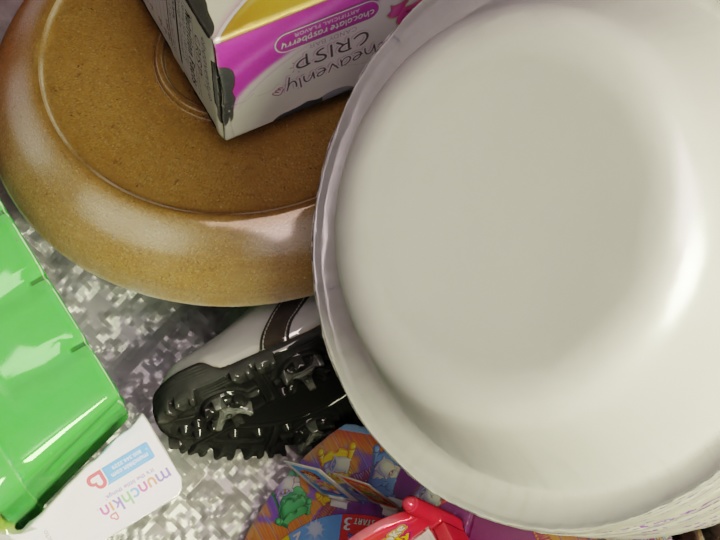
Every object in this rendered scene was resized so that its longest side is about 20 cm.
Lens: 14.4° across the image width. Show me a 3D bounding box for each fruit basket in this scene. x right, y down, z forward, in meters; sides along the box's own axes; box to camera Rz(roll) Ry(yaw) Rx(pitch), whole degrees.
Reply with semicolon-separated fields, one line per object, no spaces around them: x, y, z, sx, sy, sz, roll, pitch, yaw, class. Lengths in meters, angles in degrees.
-0.195;0.058;1.060;0.200;0.094;0.186;-34;81;0;fruit basket

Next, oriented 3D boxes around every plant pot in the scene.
-0.046;-0.077;1.092;0.199;0.028;0.201;-2;55;3;plant pot

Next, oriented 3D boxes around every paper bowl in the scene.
0.072;-0.012;0.954;0.200;0.104;0.202;-5;80;30;paper bowl

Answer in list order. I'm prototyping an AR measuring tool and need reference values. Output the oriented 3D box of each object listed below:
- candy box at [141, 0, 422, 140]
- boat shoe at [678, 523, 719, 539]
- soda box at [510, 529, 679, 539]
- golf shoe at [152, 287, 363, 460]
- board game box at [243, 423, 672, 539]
-0.034;-0.159;1.094;0.136;0.061;0.200;-23;57;-13;candy box
0.147;0.116;1.026;0.072;0.201;0.072;6;32;25;boat shoe
0.066;0.174;1.050;0.070;0.063;0.201;21;73;-29;soda box
0.000;0.000;1.101;0.199;0.078;0.095;-27;62;-13;golf shoe
0.016;0.133;1.018;0.199;0.039;0.159;7;75;36;board game box
